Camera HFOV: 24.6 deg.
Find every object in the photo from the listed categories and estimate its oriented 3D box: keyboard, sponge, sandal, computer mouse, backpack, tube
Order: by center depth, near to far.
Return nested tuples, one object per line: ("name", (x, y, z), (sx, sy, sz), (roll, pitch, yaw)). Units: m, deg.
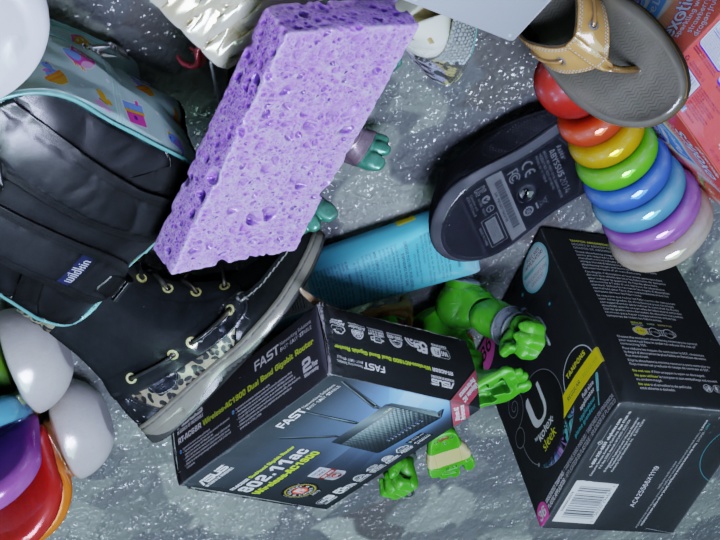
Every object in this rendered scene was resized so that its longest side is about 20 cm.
("keyboard", (0.048, -0.184, 1.012), (0.199, 0.011, 0.056), (12, 138, -45))
("sponge", (-0.050, -0.085, 1.052), (0.111, 0.030, 0.200), (-11, 142, -43))
("backpack", (-0.220, -0.077, 1.078), (0.176, 0.154, 0.200), (-38, 150, 19))
("sandal", (0.136, -0.173, 1.098), (0.082, 0.055, 0.200), (-36, 93, 29))
("computer mouse", (0.133, -0.078, 1.274), (0.199, 0.053, 0.139), (-29, 134, -7))
("tube", (0.000, 0.000, 1.307), (0.199, 0.051, 0.078), (-17, 136, -8))

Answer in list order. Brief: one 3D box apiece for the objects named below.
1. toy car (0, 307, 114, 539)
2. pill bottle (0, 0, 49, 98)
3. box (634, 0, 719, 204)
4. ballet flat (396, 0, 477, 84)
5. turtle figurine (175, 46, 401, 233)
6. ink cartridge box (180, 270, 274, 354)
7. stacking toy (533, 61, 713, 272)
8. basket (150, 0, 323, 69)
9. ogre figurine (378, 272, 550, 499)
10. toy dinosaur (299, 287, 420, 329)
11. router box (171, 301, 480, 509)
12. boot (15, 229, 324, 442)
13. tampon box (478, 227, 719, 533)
("toy car", (-0.288, 0.139, 1.269), (0.174, 0.150, 0.200), (-19, 136, 1))
("pill bottle", (-0.239, -0.189, 0.934), (0.109, 0.200, 0.110), (-9, 135, -9))
("box", (0.263, -0.133, 1.210), (0.103, 0.095, 0.200), (-47, 132, 1))
("ballet flat", (0.044, -0.196, 1.102), (0.072, 0.072, 0.201), (-6, 139, -13))
("turtle figurine", (-0.044, -0.120, 1.134), (0.149, 0.101, 0.200), (-33, 145, -5))
("ink cartridge box", (-0.116, 0.090, 1.343), (0.104, 0.059, 0.200), (-33, 134, 14))
("stacking toy", (0.186, -0.091, 1.213), (0.085, 0.086, 0.200), (-30, 127, 11))
("basket", (-0.057, -0.236, 1.002), (0.200, 0.124, 0.136), (-34, 134, 15))
("ogre figurine", (0.069, 0.083, 1.354), (0.098, 0.120, 0.201), (-1, 134, -23))
("toy dinosaur", (-0.002, 0.054, 1.279), (0.106, 0.061, 0.200), (-15, 166, -14))
("router box", (-0.029, 0.109, 1.262), (0.149, 0.062, 0.200), (16, 140, -37))
("boot", (-0.140, 0.009, 1.224), (0.154, 0.073, 0.204), (41, 95, -10))
("tampon box", (0.199, 0.089, 1.344), (0.126, 0.200, 0.150), (6, 129, -23))
